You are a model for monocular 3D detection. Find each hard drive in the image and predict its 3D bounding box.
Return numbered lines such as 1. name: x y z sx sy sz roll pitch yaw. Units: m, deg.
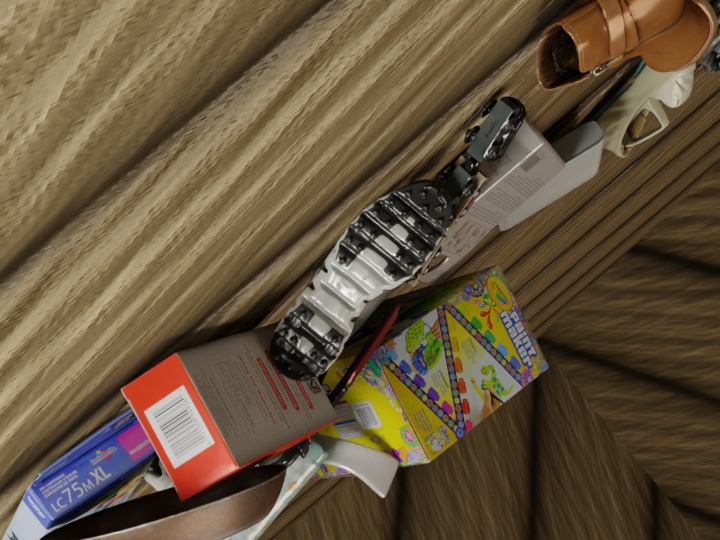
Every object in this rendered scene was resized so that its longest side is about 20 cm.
1. hard drive: 0.196 -0.097 1.547 0.131 0.027 0.200 -31 170 3

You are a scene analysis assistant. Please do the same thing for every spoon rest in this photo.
1. spoon rest: -0.056 0.188 1.426 0.199 0.061 0.100 -6 -130 43

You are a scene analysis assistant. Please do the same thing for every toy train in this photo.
1. toy train: 0.077 -0.063 1.202 0.046 0.034 0.201 -25 152 -55

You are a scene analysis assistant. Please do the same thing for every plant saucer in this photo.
1. plant saucer: -0.148 0.195 1.124 0.199 0.035 0.200 -17 179 0

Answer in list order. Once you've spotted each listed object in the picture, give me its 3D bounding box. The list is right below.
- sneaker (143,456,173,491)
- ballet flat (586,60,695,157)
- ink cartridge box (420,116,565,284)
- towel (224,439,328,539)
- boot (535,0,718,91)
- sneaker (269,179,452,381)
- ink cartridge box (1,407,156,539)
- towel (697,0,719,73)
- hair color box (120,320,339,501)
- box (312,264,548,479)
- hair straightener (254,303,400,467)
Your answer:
1. sneaker: -0.166 0.172 1.338 0.075 0.099 0.200 -56 -164 -13
2. ballet flat: 0.305 -0.184 1.502 0.069 0.070 0.200 -33 168 -35
3. ink cartridge box: 0.105 -0.064 1.347 0.176 0.045 0.200 -42 169 8
4. towel: -0.120 0.207 1.398 0.172 0.048 0.200 -52 -160 -5
5. boot: 0.203 -0.177 1.108 0.155 0.077 0.200 -39 168 -12
6. sneaker: 0.000 0.000 1.202 0.200 0.066 0.091 -50 -176 10
7. ink cartridge box: -0.234 0.187 1.220 0.119 0.042 0.200 -33 167 -35
8. towel: 0.441 -0.282 1.534 0.200 0.086 0.165 -46 170 23
9. hair color box: -0.099 0.107 1.164 0.061 0.102 0.200 -32 173 21
10. box: 0.045 0.106 1.479 0.192 0.123 0.199 -32 -172 -37
11. hair straightener: -0.046 0.094 1.315 0.201 0.077 0.041 -56 178 -13
